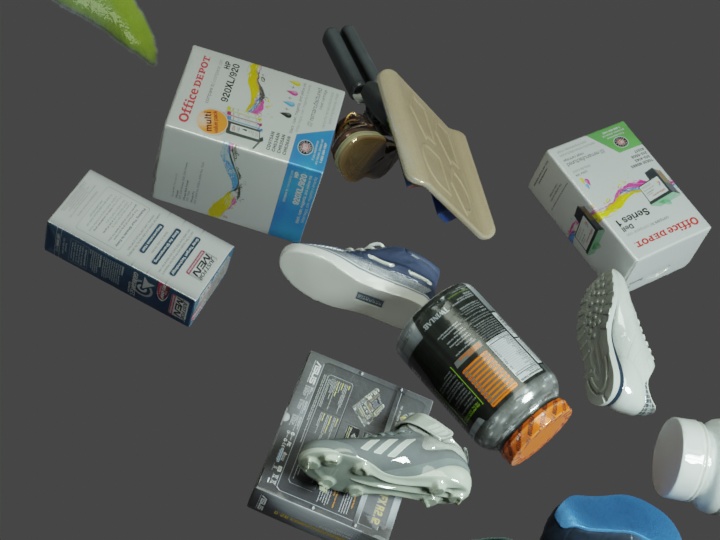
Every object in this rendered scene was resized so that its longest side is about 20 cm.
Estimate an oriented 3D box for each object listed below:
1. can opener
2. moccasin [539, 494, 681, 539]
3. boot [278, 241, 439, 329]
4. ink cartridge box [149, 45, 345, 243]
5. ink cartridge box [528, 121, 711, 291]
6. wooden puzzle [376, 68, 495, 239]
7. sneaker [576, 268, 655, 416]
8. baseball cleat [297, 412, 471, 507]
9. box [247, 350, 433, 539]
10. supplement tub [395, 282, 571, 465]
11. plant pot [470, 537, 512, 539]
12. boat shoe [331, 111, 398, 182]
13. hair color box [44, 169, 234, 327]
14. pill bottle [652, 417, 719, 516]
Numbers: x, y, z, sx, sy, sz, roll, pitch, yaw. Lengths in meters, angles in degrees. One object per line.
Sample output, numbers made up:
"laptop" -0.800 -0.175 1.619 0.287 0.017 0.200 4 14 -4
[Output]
"can opener" 0.009 -0.265 1.991 0.053 0.067 0.200 -12 59 -25
"moccasin" 0.277 0.294 1.656 0.199 0.068 0.081 18 33 -34
"boot" 0.000 0.000 1.800 0.199 0.073 0.091 25 43 -7
"ink cartridge box" -0.141 -0.156 1.814 0.199 0.145 0.148 17 52 -4
"ink cartridge box" 0.344 -0.084 1.950 0.144 0.084 0.200 -22 64 -29
"wooden puzzle" 0.089 -0.143 1.895 0.200 0.046 0.186 32 35 -50
"sneaker" 0.324 0.091 1.833 0.080 0.076 0.201 17 55 -19
"baseball cleat" 0.025 0.200 1.601 0.199 0.070 0.107 17 44 -19
"box" -0.020 0.204 1.648 0.158 0.048 0.200 22 51 -2
"supplement tub" 0.146 0.123 1.712 0.122 0.123 0.200 -29 68 -32
"plant pot" 0.075 0.364 1.486 0.200 0.200 0.135 -13 86 -25
"boat shoe" -0.006 -0.161 1.854 0.072 0.072 0.200 42 14 12
"hair color box" -0.262 -0.027 1.735 0.199 0.061 0.100 28 52 5
"pill bottle" 0.454 0.238 1.729 0.199 0.114 0.114 12 52 -9
